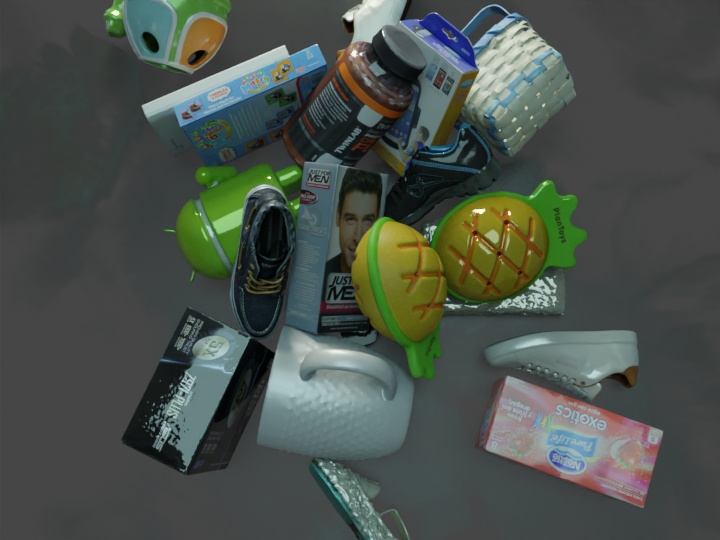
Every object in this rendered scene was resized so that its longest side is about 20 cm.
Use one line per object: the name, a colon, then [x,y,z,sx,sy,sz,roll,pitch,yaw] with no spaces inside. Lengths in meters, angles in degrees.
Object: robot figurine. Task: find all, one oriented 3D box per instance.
robot figurine: [-0.154,-0.064,1.009,0.198,0.116,0.177,-27,86,-4]

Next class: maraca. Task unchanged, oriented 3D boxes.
maraca: [0.055,0.034,0.914,0.106,0.137,0.202,-12,114,28]
maraca: [0.184,-0.035,0.960,0.198,0.107,0.139,-19,103,1]

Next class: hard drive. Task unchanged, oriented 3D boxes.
hard drive: [-0.181,-0.226,1.034,0.198,0.132,0.027,-23,78,-3]

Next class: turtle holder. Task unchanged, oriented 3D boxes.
turtle holder: [-0.276,-0.352,1.062,0.183,0.141,0.134,13,96,-5]

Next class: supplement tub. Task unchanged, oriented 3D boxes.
supplement tub: [-0.006,-0.210,0.963,0.200,0.106,0.108,-43,77,35]

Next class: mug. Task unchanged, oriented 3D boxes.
mug: [-0.023,0.146,0.922,0.173,0.201,0.149,13,59,-2]

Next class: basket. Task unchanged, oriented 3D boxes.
basket: [0.174,-0.258,1.034,0.176,0.139,0.200,-42,56,4]

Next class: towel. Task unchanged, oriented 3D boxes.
towel: [0.178,-0.005,1.030,0.197,0.034,0.135,2,80,1]

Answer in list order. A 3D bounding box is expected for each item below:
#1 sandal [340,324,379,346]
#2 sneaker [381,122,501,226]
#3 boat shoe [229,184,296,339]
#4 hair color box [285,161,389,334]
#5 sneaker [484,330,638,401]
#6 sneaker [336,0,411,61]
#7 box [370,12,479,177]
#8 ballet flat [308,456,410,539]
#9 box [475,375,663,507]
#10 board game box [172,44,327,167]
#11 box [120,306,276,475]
sandal: [0.000,0.000,1.027,0.074,0.045,0.203,-3,79,3]
sneaker: [0.078,-0.116,0.985,0.198,0.073,0.082,-27,109,16]
boat shoe: [-0.119,0.003,0.928,0.070,0.091,0.203,0,110,-15]
hair color box: [-0.028,-0.027,0.952,0.060,0.098,0.203,11,97,40]
sneaker: [0.258,0.123,0.972,0.197,0.073,0.086,-2,76,0]
sneaker: [0.024,-0.375,1.088,0.084,0.073,0.202,23,81,4]
box: [0.074,-0.225,0.992,0.041,0.201,0.119,-24,59,-39]
ballet flat: [0.011,0.308,0.961,0.071,0.072,0.201,-33,85,-5]
box: [0.253,0.210,0.950,0.198,0.103,0.096,19,80,4]
board game box: [-0.135,-0.212,1.021,0.198,0.151,0.037,-25,77,-4]
box: [-0.183,0.149,0.924,0.085,0.200,0.165,23,79,8]
